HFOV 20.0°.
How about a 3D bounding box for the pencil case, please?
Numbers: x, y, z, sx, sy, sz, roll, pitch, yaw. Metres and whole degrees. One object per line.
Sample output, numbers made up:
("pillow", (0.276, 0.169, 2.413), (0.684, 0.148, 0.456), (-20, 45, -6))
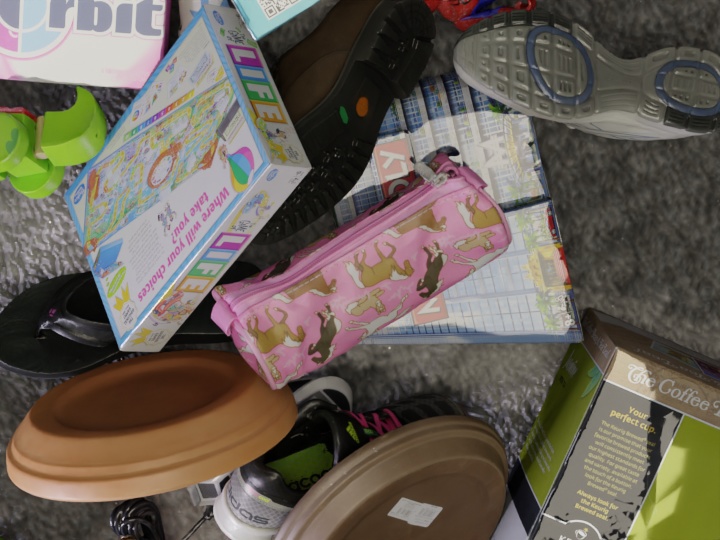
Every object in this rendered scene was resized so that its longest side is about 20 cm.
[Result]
("pencil case", (0.000, 0.000, 1.351), (0.199, 0.083, 0.087), (-32, 105, -3))

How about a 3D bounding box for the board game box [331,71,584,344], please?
("board game box", (0.036, -0.026, 1.431), (0.199, 0.062, 0.201), (-14, 101, 0))

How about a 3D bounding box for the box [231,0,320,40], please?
("box", (-0.066, -0.203, 1.324), (0.049, 0.200, 0.083), (-30, 100, 4))

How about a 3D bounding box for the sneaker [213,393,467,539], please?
("sneaker", (-0.005, 0.126, 1.415), (0.199, 0.088, 0.074), (-18, 59, -24))

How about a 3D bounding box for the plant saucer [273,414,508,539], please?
("plant saucer", (0.024, 0.183, 1.420), (0.199, 0.029, 0.201), (-23, 140, -21))

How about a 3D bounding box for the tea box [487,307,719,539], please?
("tea box", (0.218, 0.161, 1.436), (0.199, 0.134, 0.197), (24, 100, -7))

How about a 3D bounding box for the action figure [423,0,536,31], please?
("action figure", (0.119, -0.211, 1.384), (0.199, 0.099, 0.066), (-22, 96, 5))

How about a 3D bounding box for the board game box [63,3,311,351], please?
("board game box", (-0.119, -0.058, 1.350), (0.034, 0.135, 0.200), (4, 141, -40))

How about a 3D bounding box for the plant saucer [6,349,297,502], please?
("plant saucer", (-0.143, 0.098, 1.377), (0.199, 0.200, 0.038), (-11, 107, 0))

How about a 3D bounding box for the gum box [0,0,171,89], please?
("gum box", (-0.228, -0.189, 1.389), (0.199, 0.066, 0.114), (4, 101, -3))

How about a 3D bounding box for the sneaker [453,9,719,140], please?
("sneaker", (0.153, -0.120, 1.391), (0.199, 0.087, 0.075), (13, 73, -15))

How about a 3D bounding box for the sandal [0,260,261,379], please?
("sandal", (-0.163, 0.023, 1.427), (0.199, 0.048, 0.076), (-11, 61, -6))

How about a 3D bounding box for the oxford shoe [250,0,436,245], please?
("oxford shoe", (-0.032, -0.103, 1.380), (0.200, 0.084, 0.073), (-55, 138, -18))

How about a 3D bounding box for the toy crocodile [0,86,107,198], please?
("toy crocodile", (-0.268, -0.081, 1.397), (0.199, 0.067, 0.062), (-10, 68, 20))

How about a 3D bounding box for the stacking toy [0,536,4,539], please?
("stacking toy", (-0.280, 0.209, 1.459), (0.085, 0.085, 0.200), (-41, 94, 6))

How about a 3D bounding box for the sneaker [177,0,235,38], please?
("sneaker", (-0.105, -0.123, 1.403), (0.072, 0.072, 0.201), (-10, 100, -7))

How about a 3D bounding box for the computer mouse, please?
("computer mouse", (-0.089, 0.141, 1.457), (0.200, 0.044, 0.110), (-42, 141, -3))
